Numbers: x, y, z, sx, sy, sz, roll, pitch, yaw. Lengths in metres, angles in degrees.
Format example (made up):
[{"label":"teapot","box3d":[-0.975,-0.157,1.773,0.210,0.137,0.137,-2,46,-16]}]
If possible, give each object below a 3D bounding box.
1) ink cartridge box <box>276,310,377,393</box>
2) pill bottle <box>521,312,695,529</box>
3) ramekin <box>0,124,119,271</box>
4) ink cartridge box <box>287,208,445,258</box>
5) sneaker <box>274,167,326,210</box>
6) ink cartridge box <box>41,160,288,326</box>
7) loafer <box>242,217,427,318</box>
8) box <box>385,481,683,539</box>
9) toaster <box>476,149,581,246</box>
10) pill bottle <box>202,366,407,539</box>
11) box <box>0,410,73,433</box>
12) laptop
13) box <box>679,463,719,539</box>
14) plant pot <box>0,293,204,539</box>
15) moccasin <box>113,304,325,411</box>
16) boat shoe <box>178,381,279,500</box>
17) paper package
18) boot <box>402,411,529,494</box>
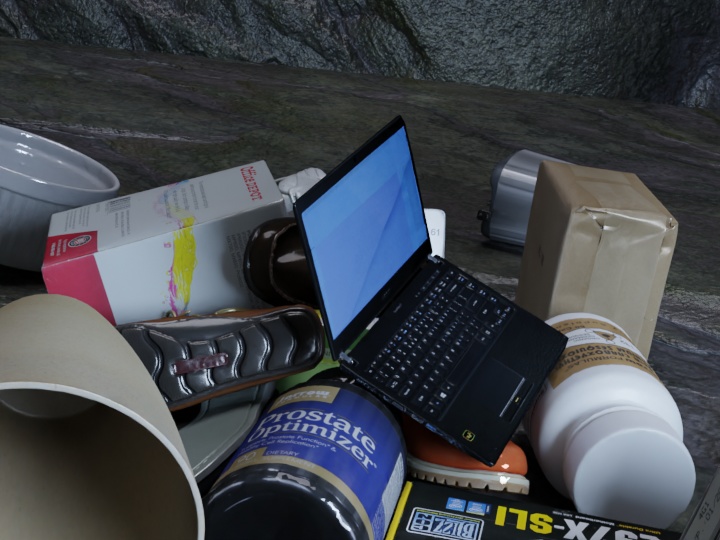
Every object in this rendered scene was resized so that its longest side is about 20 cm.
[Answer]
[{"label":"ink cartridge box","box3d":[-0.031,0.071,1.104,0.144,0.048,0.200,5,16,-7]},{"label":"pill bottle","box3d":[0.187,0.118,0.922,0.113,0.115,0.200,5,18,-5]},{"label":"ramekin","box3d":[-0.371,-0.079,1.284,0.199,0.106,0.200,21,14,-5]},{"label":"ink cartridge box","box3d":[-0.008,-0.019,1.219,0.143,0.085,0.200,3,-4,-13]},{"label":"sneaker","box3d":[-0.063,-0.082,1.536,0.099,0.079,0.200,-12,15,-28]},{"label":"ink cartridge box","box3d":[-0.149,0.011,1.001,0.198,0.146,0.145,-16,20,-5]},{"label":"loafer","box3d":[0.000,0.000,0.929,0.199,0.074,0.071,9,-5,-38]},{"label":"box","box3d":[0.110,0.204,0.743,0.198,0.050,0.160,9,16,10]},{"label":"toaster","box3d":[0.242,-0.090,1.581,0.128,0.115,0.200,14,18,17]},{"label":"pill bottle","box3d":[-0.030,0.140,0.782,0.111,0.113,0.200,9,19,9]},{"label":"box","box3d":[-0.304,0.123,0.813,0.198,0.069,0.082,-3,20,-27]},{"label":"laptop","box3d":[0.059,0.007,0.846,0.199,0.104,0.177,33,38,10]},{"label":"box","box3d":[0.296,0.192,0.669,0.198,0.110,0.128,17,19,-12]},{"label":"plant pot","box3d":[-0.190,0.099,0.702,0.186,0.189,0.200,3,24,-11]},{"label":"moccasin","box3d":[-0.127,0.062,0.891,0.200,0.074,0.078,-16,-2,-9]},{"label":"boat shoe","box3d":[-0.098,0.132,0.868,0.075,0.061,0.200,-9,15,19]},{"label":"paper package","box3d":[0.220,0.006,1.150,0.102,0.192,0.200,8,19,-3]},{"label":"boot","box3d":[0.068,0.102,0.890,0.075,0.108,0.200,13,5,-27]}]
